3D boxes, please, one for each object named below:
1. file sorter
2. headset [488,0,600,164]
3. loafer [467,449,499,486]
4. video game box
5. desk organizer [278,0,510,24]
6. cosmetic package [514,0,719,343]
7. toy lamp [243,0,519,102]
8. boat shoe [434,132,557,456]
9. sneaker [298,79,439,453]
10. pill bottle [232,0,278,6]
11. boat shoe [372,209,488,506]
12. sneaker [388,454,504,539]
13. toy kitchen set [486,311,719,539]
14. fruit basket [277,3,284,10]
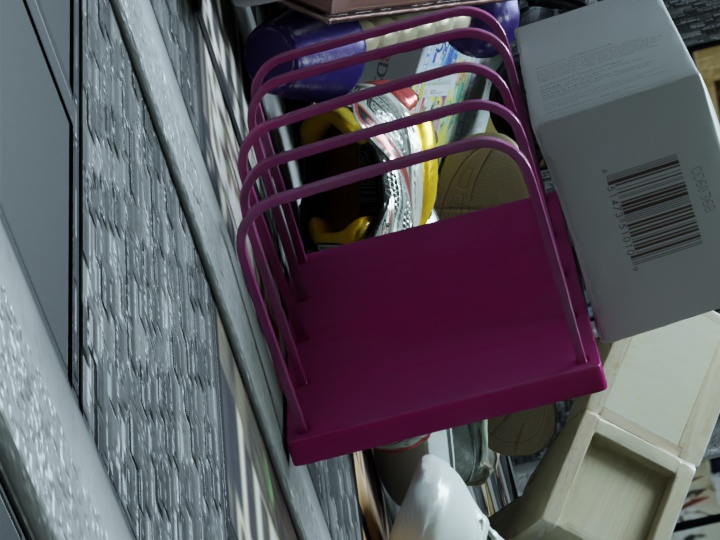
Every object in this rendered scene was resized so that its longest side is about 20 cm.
[{"bbox_3d":[0.020,-0.026,1.119,0.200,0.138,0.126,-93,168,-66],"label":"file sorter"},{"bbox_3d":[0.108,-0.138,1.528,0.200,0.094,0.124,112,-2,-55],"label":"headset"},{"bbox_3d":[0.040,0.099,1.558,0.200,0.072,0.063,59,34,-56],"label":"loafer"},{"bbox_3d":[0.042,-0.122,1.490,0.182,0.047,0.201,-10,116,-74],"label":"video game box"},{"bbox_3d":[0.026,-0.182,1.274,0.200,0.072,0.077,-14,123,-51],"label":"desk organizer"},{"bbox_3d":[0.128,-0.056,1.170,0.200,0.081,0.113,-89,161,-74],"label":"cosmetic package"},{"bbox_3d":[0.011,-0.124,1.309,0.200,0.058,0.058,-16,93,-52],"label":"toy lamp"},{"bbox_3d":[0.087,0.012,1.526,0.065,0.072,0.201,-53,133,-76],"label":"boat shoe"},{"bbox_3d":[0.000,0.000,1.332,0.082,0.078,0.201,-13,95,-59],"label":"sneaker"},{"bbox_3d":[-0.037,-0.225,1.098,0.120,0.119,0.201,-81,158,-79],"label":"pill bottle"},{"bbox_3d":[0.039,0.040,1.427,0.071,0.064,0.201,25,-52,43],"label":"boat shoe"},{"bbox_3d":[0.070,0.167,1.398,0.200,0.088,0.075,68,43,-62],"label":"sneaker"},{"bbox_3d":[0.182,0.144,1.574,0.181,0.163,0.200,-65,-173,-23],"label":"toy kitchen set"},{"bbox_3d":[-0.021,-0.182,1.558,0.200,0.093,0.186,9,67,-69],"label":"fruit basket"}]
